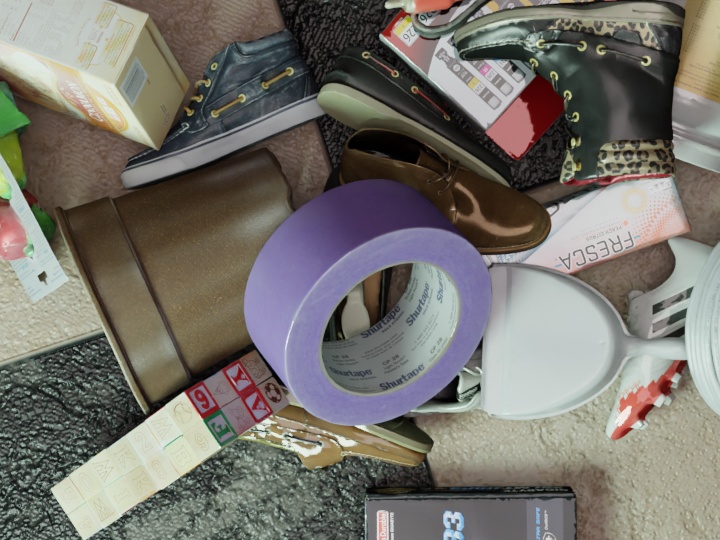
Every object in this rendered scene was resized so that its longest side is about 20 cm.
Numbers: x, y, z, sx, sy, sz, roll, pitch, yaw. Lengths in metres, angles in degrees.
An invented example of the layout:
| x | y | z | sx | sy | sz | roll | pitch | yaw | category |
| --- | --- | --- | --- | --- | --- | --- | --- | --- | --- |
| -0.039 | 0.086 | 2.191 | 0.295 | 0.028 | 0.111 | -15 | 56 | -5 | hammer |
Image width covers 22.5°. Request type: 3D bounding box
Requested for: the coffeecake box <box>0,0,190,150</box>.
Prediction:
| x | y | z | sx | sy | sz | roll | pitch | yaw | category |
| --- | --- | --- | --- | --- | --- | --- | --- | --- | --- |
| -0.267 | -0.194 | 1.583 | 0.200 | 0.154 | 0.073 | 21 | 78 | 14 | coffeecake box |

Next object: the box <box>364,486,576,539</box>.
| x | y | z | sx | sy | sz | roll | pitch | yaw | category |
| --- | --- | --- | --- | --- | --- | --- | --- | --- | --- |
| 0.102 | 0.302 | 1.696 | 0.198 | 0.050 | 0.200 | 0 | 93 | -1 | box |

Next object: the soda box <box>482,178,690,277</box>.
| x | y | z | sx | sy | sz | roll | pitch | yaw | category |
| --- | --- | --- | --- | --- | --- | --- | --- | --- | --- |
| 0.197 | -0.035 | 1.664 | 0.200 | 0.064 | 0.069 | -21 | 94 | 1 | soda box |

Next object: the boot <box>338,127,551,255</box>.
| x | y | z | sx | sy | sz | roll | pitch | yaw | category |
| --- | --- | --- | --- | --- | --- | --- | --- | --- | --- |
| 0.074 | -0.071 | 1.614 | 0.200 | 0.076 | 0.074 | 18 | 60 | 9 | boot |

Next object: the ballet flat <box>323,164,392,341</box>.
| x | y | z | sx | sy | sz | roll | pitch | yaw | category |
| --- | --- | --- | --- | --- | --- | --- | --- | --- | --- |
| 0.000 | 0.000 | 1.665 | 0.068 | 0.068 | 0.200 | -4 | 94 | 2 | ballet flat |

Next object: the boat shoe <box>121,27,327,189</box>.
| x | y | z | sx | sy | sz | roll | pitch | yaw | category |
| --- | --- | --- | --- | --- | --- | --- | --- | --- | --- |
| -0.137 | -0.147 | 1.660 | 0.200 | 0.071 | 0.091 | -23 | 91 | -4 | boat shoe |

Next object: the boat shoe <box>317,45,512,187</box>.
| x | y | z | sx | sy | sz | roll | pitch | yaw | category |
| --- | --- | --- | --- | --- | --- | --- | --- | --- | --- |
| 0.059 | -0.134 | 1.652 | 0.201 | 0.074 | 0.063 | 31 | 65 | -12 | boat shoe |

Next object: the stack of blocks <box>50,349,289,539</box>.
| x | y | z | sx | sy | sz | roll | pitch | yaw | category |
| --- | --- | --- | --- | --- | --- | --- | --- | --- | --- |
| -0.172 | 0.157 | 1.632 | 0.200 | 0.115 | 0.059 | -35 | 87 | 34 | stack of blocks |

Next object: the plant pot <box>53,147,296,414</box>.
| x | y | z | sx | sy | sz | roll | pitch | yaw | category |
| --- | --- | --- | --- | --- | --- | --- | --- | --- | --- |
| -0.142 | -0.003 | 1.614 | 0.198 | 0.200 | 0.201 | -24 | 93 | -7 | plant pot |

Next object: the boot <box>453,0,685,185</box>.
| x | y | z | sx | sy | sz | roll | pitch | yaw | category |
| --- | --- | --- | --- | --- | --- | --- | --- | --- | --- |
| 0.179 | -0.149 | 1.545 | 0.200 | 0.073 | 0.151 | -2 | 87 | 15 | boot |

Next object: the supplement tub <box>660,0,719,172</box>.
| x | y | z | sx | sy | sz | roll | pitch | yaw | category |
| --- | --- | --- | --- | --- | --- | --- | --- | --- | --- |
| 0.303 | -0.201 | 1.607 | 0.144 | 0.145 | 0.200 | 21 | 100 | -1 | supplement tub |

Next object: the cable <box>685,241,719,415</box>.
| x | y | z | sx | sy | sz | roll | pitch | yaw | category |
| --- | --- | --- | --- | --- | --- | --- | --- | --- | --- |
| 0.379 | 0.048 | 1.625 | 0.200 | 0.069 | 0.200 | 12 | 91 | -34 | cable |

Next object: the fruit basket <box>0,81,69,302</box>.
| x | y | z | sx | sy | sz | roll | pitch | yaw | category |
| --- | --- | --- | --- | --- | --- | --- | --- | --- | --- |
| -0.317 | -0.072 | 1.613 | 0.094 | 0.185 | 0.200 | -35 | 94 | -20 | fruit basket |

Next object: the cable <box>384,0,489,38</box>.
| x | y | z | sx | sy | sz | roll | pitch | yaw | category |
| --- | --- | --- | --- | --- | --- | --- | --- | --- | --- |
| 0.115 | -0.255 | 1.571 | 0.200 | 0.050 | 0.097 | -3 | 90 | 2 | cable |

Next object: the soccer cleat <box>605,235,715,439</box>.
| x | y | z | sx | sy | sz | roll | pitch | yaw | category |
| --- | --- | --- | --- | --- | --- | --- | --- | --- | --- |
| 0.271 | 0.062 | 1.673 | 0.085 | 0.069 | 0.200 | 33 | 99 | 17 | soccer cleat |

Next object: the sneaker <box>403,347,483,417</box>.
| x | y | z | sx | sy | sz | roll | pitch | yaw | category |
| --- | --- | --- | --- | --- | --- | --- | --- | --- | --- |
| 0.117 | 0.098 | 1.662 | 0.200 | 0.081 | 0.075 | -12 | 92 | -7 | sneaker |

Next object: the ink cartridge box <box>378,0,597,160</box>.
| x | y | z | sx | sy | sz | roll | pitch | yaw | category |
| --- | --- | --- | --- | --- | --- | --- | --- | --- | --- |
| 0.146 | -0.227 | 1.641 | 0.176 | 0.084 | 0.200 | 41 | 92 | -3 | ink cartridge box |

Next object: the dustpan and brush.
| x | y | z | sx | sy | sz | roll | pitch | yaw | category |
| --- | --- | --- | --- | --- | --- | --- | --- | --- | --- |
| 0.212 | 0.067 | 1.621 | 0.200 | 0.057 | 0.140 | 2 | 85 | 10 | dustpan and brush |

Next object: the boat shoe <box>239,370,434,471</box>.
| x | y | z | sx | sy | sz | roll | pitch | yaw | category |
| --- | --- | --- | --- | --- | --- | --- | --- | --- | --- |
| -0.033 | 0.149 | 1.680 | 0.200 | 0.072 | 0.068 | 20 | 98 | 9 | boat shoe |

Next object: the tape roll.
| x | y | z | sx | sy | sz | roll | pitch | yaw | category |
| --- | --- | --- | --- | --- | --- | --- | --- | --- | --- |
| 0.007 | 0.029 | 1.553 | 0.200 | 0.085 | 0.200 | -16 | 128 | -22 | tape roll |
